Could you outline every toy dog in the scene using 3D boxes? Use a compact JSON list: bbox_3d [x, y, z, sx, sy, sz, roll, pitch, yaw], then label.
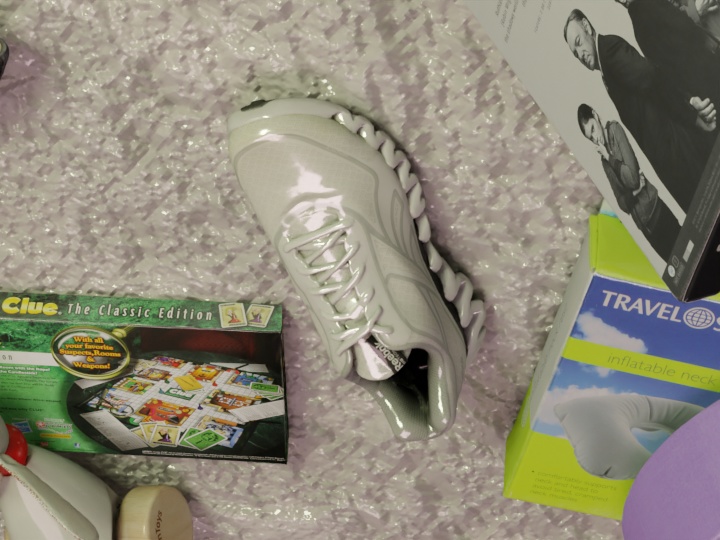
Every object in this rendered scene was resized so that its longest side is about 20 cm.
[{"bbox_3d":[-0.175,0.138,1.304,0.199,0.097,0.132,26,146,-37],"label":"toy dog"}]

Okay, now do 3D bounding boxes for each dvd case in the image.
[{"bbox_3d":[0.103,-0.109,0.987,0.025,0.200,0.151,-13,142,-25],"label":"dvd case"}]

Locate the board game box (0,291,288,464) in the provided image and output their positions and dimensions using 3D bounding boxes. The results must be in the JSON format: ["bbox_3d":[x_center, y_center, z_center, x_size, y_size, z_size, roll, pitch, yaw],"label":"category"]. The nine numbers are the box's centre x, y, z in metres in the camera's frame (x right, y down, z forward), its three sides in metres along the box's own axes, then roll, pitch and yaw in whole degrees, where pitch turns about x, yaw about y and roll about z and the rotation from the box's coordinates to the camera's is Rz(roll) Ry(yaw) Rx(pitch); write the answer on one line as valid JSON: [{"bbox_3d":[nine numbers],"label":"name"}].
[{"bbox_3d":[-0.137,0.055,1.296,0.199,0.024,0.105,3,138,3],"label":"board game box"}]

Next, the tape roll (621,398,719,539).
[{"bbox_3d":[0.234,0.126,1.245,0.199,0.066,0.201,-11,142,-9],"label":"tape roll"}]

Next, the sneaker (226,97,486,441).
[{"bbox_3d":[0.000,0.000,1.183,0.075,0.081,0.200,-17,129,25],"label":"sneaker"}]

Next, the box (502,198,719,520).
[{"bbox_3d":[0.152,0.048,1.234,0.121,0.048,0.201,11,136,-5],"label":"box"}]

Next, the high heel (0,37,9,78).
[{"bbox_3d":[-0.255,-0.119,1.094,0.142,0.072,0.200,-15,146,27],"label":"high heel"}]
